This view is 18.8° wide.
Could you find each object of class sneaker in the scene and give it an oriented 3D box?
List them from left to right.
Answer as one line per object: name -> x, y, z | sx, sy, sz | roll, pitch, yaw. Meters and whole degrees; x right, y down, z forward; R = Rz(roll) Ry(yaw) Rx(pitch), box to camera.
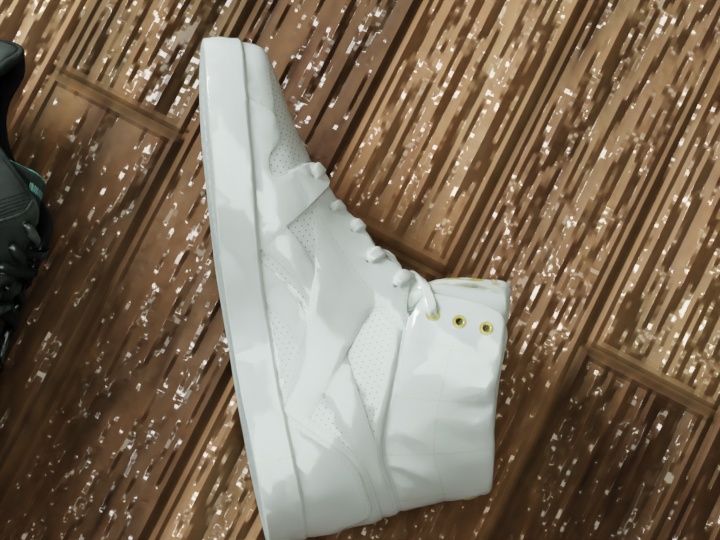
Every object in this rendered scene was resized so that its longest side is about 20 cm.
sneaker -> -0.160, -0.001, 0.855 | 0.078, 0.075, 0.202 | -8, 82, -5
sneaker -> 0.000, 0.000, 0.864 | 0.114, 0.074, 0.202 | -10, 92, -5
